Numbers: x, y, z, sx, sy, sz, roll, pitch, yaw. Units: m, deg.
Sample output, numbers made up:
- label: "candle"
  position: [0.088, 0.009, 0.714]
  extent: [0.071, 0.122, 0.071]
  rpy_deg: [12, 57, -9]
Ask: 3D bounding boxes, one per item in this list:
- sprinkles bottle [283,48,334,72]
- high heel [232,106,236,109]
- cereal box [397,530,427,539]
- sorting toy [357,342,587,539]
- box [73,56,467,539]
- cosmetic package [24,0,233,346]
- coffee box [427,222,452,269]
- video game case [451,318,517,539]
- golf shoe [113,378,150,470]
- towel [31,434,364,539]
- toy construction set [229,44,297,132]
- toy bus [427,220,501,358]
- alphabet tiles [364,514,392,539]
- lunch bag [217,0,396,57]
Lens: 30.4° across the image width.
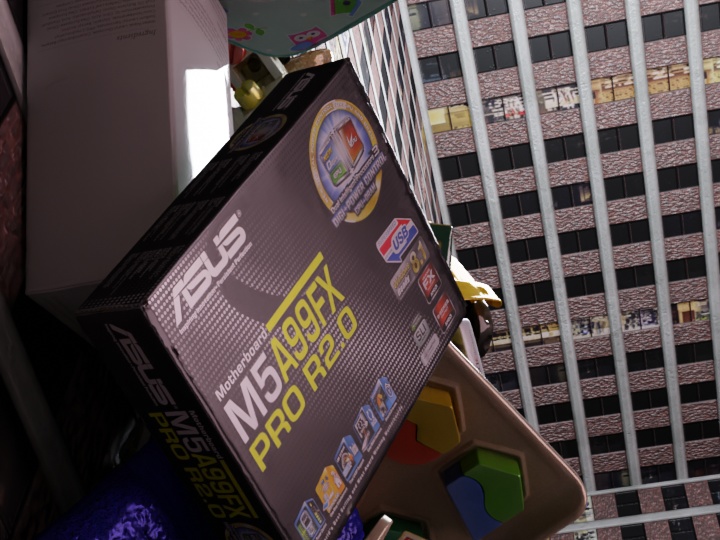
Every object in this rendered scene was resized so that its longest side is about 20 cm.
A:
- label: "sprinkles bottle"
  position: [-0.021, -0.065, 1.024]
  extent: [0.068, 0.067, 0.203]
  rpy_deg: [-42, 114, -80]
- label: "high heel"
  position: [-0.084, -0.025, 1.028]
  extent: [0.096, 0.067, 0.203]
  rpy_deg: [33, 46, -46]
- label: "cereal box"
  position: [-0.010, 0.249, 0.709]
  extent: [0.200, 0.039, 0.146]
  rpy_deg: [-36, 142, -61]
- label: "sorting toy"
  position: [0.028, 0.144, 0.889]
  extent: [0.200, 0.184, 0.037]
  rpy_deg: [47, 18, -21]
- label: "box"
  position: [-0.030, 0.019, 0.636]
  extent: [0.201, 0.044, 0.162]
  rpy_deg: [-55, 128, -44]
- label: "cosmetic package"
  position: [-0.116, -0.069, 0.693]
  extent: [0.108, 0.083, 0.203]
  rpy_deg: [60, 24, -64]
- label: "coffee box"
  position: [0.000, 0.000, 0.881]
  extent: [0.200, 0.121, 0.045]
  rpy_deg: [67, 29, -82]
- label: "video game case"
  position: [0.023, 0.153, 1.001]
  extent: [0.023, 0.198, 0.185]
  rpy_deg: [-1, 73, -52]
- label: "golf shoe"
  position: [-0.084, 0.099, 0.715]
  extent: [0.073, 0.091, 0.203]
  rpy_deg: [65, 20, -70]
- label: "towel"
  position: [-0.069, 0.138, 0.640]
  extent: [0.200, 0.049, 0.150]
  rpy_deg: [-45, 132, -45]
- label: "toy construction set"
  position: [-0.087, -0.159, 0.916]
  extent: [0.131, 0.091, 0.202]
  rpy_deg: [-80, 150, -70]
- label: "toy bus"
  position: [0.004, 0.040, 1.224]
  extent: [0.134, 0.201, 0.193]
  rpy_deg: [-2, 45, -43]
- label: "alphabet tiles"
  position: [-0.052, 0.207, 0.627]
  extent: [0.196, 0.015, 0.201]
  rpy_deg: [-49, 168, -35]
- label: "lunch bag"
  position: [-0.072, -0.200, 0.753]
  extent: [0.198, 0.159, 0.078]
  rpy_deg: [18, 61, -42]
